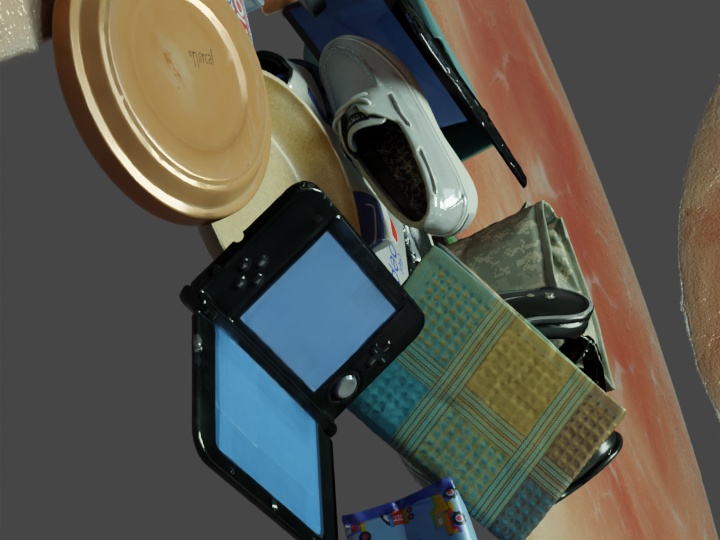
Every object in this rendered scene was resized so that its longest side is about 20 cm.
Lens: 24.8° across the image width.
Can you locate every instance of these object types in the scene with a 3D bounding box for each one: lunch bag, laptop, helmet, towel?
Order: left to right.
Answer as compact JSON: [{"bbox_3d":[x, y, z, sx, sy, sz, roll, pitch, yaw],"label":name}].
[{"bbox_3d":[0.035,-0.152,1.405,0.178,0.103,0.201,50,10,-33],"label":"laptop"},{"bbox_3d":[0.069,0.269,1.245,0.200,0.093,0.152,59,13,-60],"label":"lunch bag"},{"bbox_3d":[0.088,0.097,1.264,0.200,0.147,0.022,41,-12,5],"label":"towel"},{"bbox_3d":[0.114,0.114,1.379,0.190,0.199,0.202,-26,95,-36],"label":"helmet"},{"bbox_3d":[0.140,0.045,1.604,0.117,0.163,0.202,39,33,-49],"label":"lunch bag"}]

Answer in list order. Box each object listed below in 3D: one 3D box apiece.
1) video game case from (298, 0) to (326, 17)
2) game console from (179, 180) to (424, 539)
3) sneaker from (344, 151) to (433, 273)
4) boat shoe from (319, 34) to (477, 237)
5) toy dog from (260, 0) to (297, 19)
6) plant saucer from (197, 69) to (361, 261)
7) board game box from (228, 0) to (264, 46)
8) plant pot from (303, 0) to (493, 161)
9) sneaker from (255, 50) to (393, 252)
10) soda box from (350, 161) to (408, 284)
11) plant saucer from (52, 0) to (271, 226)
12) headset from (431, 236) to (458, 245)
[{"bbox_3d":[-0.105,-0.297,1.321,0.200,0.019,0.143,48,-1,7],"label":"video game case"},{"bbox_3d":[-0.028,0.072,1.118,0.116,0.176,0.200,44,-4,41],"label":"game console"},{"bbox_3d":[0.031,-0.025,1.499,0.112,0.072,0.201,-83,149,-62],"label":"sneaker"},{"bbox_3d":[0.018,-0.112,1.297,0.071,0.070,0.202,2,49,-54],"label":"boat shoe"},{"bbox_3d":[-0.082,-0.292,1.498,0.132,0.095,0.202,-102,176,-56],"label":"toy dog"},{"bbox_3d":[-0.070,-0.050,1.211,0.200,0.035,0.202,36,45,-45],"label":"plant saucer"},{"bbox_3d":[-0.127,-0.222,1.264,0.200,0.061,0.202,34,37,-62],"label":"board game box"},{"bbox_3d":[0.026,-0.199,1.615,0.142,0.140,0.201,55,13,-38],"label":"plant pot"},{"bbox_3d":[-0.055,-0.098,1.328,0.115,0.080,0.201,25,39,-62],"label":"sneaker"},{"bbox_3d":[0.000,0.000,1.384,0.068,0.063,0.201,51,23,-40],"label":"soda box"},{"bbox_3d":[-0.124,-0.131,1.102,0.200,0.032,0.202,31,50,-46],"label":"plant saucer"},{"bbox_3d":[0.122,0.048,1.755,0.123,0.094,0.201,37,19,-54],"label":"headset"}]
